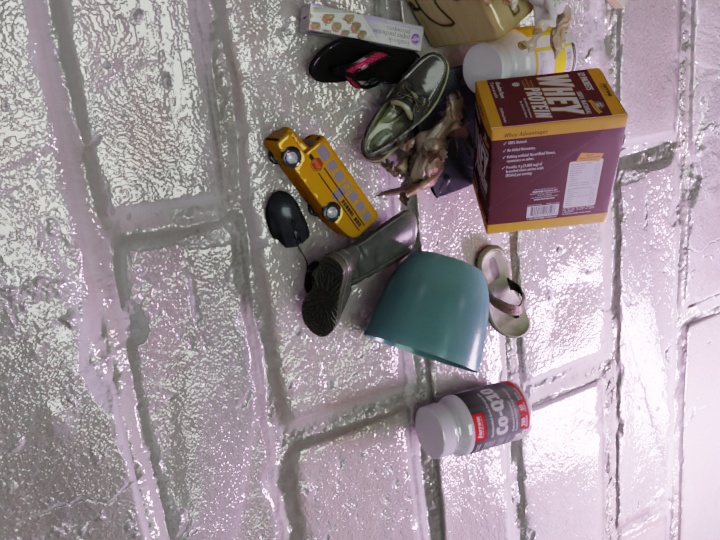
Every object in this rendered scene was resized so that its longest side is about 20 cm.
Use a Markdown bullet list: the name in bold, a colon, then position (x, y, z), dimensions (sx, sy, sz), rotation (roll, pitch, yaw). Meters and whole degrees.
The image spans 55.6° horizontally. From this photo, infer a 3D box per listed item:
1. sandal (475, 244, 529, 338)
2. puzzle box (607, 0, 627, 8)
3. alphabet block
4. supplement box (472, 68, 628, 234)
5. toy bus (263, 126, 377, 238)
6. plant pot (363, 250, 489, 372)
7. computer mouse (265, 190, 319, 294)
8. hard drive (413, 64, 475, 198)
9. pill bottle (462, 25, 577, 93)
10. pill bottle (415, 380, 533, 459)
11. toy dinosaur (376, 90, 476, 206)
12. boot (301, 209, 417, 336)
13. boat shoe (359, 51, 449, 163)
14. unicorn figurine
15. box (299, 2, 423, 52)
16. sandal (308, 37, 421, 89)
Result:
- **sandal**: position (0.271, 0.047, 1.284), dimensions (0.080, 0.057, 0.202), rotation (-34, 115, -17)
- **puzzle box**: position (0.444, -0.595, 1.243), dimensions (0.199, 0.025, 0.134), rotation (28, 88, -30)
- **alphabet block**: position (0.175, -0.483, 1.031), dimensions (0.196, 0.195, 0.200), rotation (-42, 117, -11)
- **supplement box**: position (0.283, -0.184, 1.066), dimensions (0.196, 0.133, 0.201), rotation (-6, 134, 2)
- **toy bus**: position (-0.061, -0.139, 1.057), dimensions (0.078, 0.065, 0.200), rotation (-43, 118, -12)
- **plant pot**: position (0.123, 0.062, 1.137), dimensions (0.200, 0.200, 0.162), rotation (23, 81, -30)
- **computer mouse**: position (-0.094, -0.033, 1.083), dimensions (0.058, 0.034, 0.201), rotation (-33, 116, -19)
- **hard drive**: position (0.151, -0.238, 1.160), dimensions (0.134, 0.042, 0.201), rotation (-22, 111, -22)
- **pill bottle**: position (0.262, -0.344, 1.131), dimensions (0.199, 0.112, 0.113), rotation (-21, 112, -38)
- **pill bottle**: position (0.211, 0.280, 1.275), dimensions (0.199, 0.114, 0.115), rotation (-9, 106, -27)
- **toy dinosaur**: position (0.112, -0.178, 1.096), dimensions (0.135, 0.086, 0.200), rotation (-25, 156, -49)
- **boot**: position (0.001, 0.002, 1.112), dimensions (0.200, 0.072, 0.182), rotation (-38, 160, -47)
- **boat shoe**: position (0.070, -0.253, 1.069), dimensions (0.072, 0.066, 0.201), rotation (38, 101, -5)
- **unicorn figurine**: position (0.235, -0.401, 0.939), dimensions (0.138, 0.074, 0.200), rotation (-58, 135, -16)
- **box**: position (0.004, -0.371, 1.051), dimensions (0.199, 0.041, 0.039), rotation (1, 101, -28)
- **sandal**: position (0.016, -0.311, 1.052), dimensions (0.199, 0.045, 0.075), rotation (-6, 145, -29)
